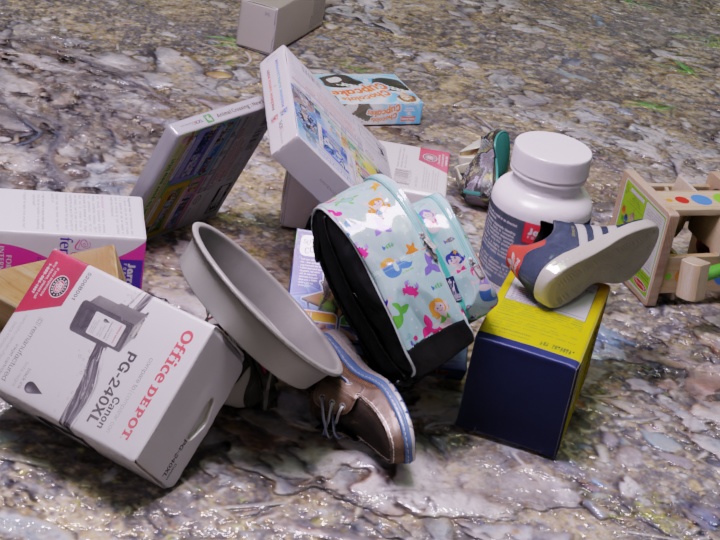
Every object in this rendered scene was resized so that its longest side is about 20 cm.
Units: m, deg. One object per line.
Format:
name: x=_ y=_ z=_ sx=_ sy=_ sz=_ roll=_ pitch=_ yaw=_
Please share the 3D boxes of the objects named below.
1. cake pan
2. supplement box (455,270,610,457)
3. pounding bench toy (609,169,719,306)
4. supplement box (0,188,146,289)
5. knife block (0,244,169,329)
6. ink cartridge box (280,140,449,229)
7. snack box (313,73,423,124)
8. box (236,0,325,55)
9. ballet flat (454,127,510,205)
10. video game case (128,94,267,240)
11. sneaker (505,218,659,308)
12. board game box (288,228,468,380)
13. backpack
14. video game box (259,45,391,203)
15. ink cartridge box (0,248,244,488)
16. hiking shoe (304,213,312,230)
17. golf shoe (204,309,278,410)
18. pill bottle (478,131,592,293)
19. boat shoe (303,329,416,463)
cake pan: x=-0.098 y=0.038 z=1.475 sx=0.200 sy=0.037 sz=0.200 roll=45 pitch=8 yaw=-7
supplement box: x=0.182 y=0.087 z=1.616 sx=0.108 sy=0.111 sz=0.200 roll=17 pitch=28 yaw=12
pounding bench toy: x=0.417 y=-0.024 z=1.888 sx=0.154 sy=0.125 sz=0.200 roll=-1 pitch=29 yaw=-20
supplement box: x=-0.333 y=-0.019 z=1.663 sx=0.198 sy=0.102 sz=0.104 roll=2 pitch=28 yaw=-14
knife block: x=-0.277 y=0.065 z=1.547 sx=0.198 sy=0.064 sz=0.177 roll=-12 pitch=48 yaw=-2
ink cartridge box: x=0.006 y=-0.103 z=1.954 sx=0.198 sy=0.086 sz=0.146 roll=12 pitch=27 yaw=0
snack box: x=-0.020 y=-0.252 z=2.282 sx=0.198 sy=0.037 sz=0.116 roll=-3 pitch=30 yaw=-24
box: x=-0.126 y=-0.419 z=2.522 sx=0.068 sy=0.083 sz=0.200 roll=19 pitch=27 yaw=17
ballet flat: x=0.163 y=-0.145 z=2.106 sx=0.071 sy=0.073 sz=0.201 roll=12 pitch=26 yaw=5
video game case: x=-0.193 y=-0.114 z=1.795 sx=0.022 sy=0.200 sz=0.181 roll=48 pitch=40 yaw=15
sneaker: x=0.235 y=-0.027 z=1.647 sx=0.199 sy=0.076 sz=0.084 roll=-16 pitch=42 yaw=-41
board game box: x=0.020 y=0.036 z=1.659 sx=0.197 sy=0.035 sz=0.137 roll=9 pitch=66 yaw=-4
backpack: x=0.037 y=0.003 z=1.547 sx=0.150 sy=0.178 sz=0.201 roll=-34 pitch=84 yaw=-12
video game box: x=-0.032 y=-0.135 z=1.771 sx=0.200 sy=0.047 sz=0.183 roll=43 pitch=21 yaw=-34
ink cartridge box: x=-0.229 y=0.089 z=1.432 sx=0.198 sy=0.084 sz=0.146 roll=23 pitch=73 yaw=25
hiking shoe: x=0.000 y=0.000 z=1.766 sx=0.086 sy=0.075 sz=0.201 roll=8 pitch=32 yaw=-28
golf shoe: x=-0.143 y=0.069 z=1.587 sx=0.087 sy=0.078 sz=0.200 roll=-5 pitch=30 yaw=-15
pill bottle: x=0.202 y=-0.049 z=1.784 sx=0.118 sy=0.202 sz=0.120 roll=7 pitch=27 yaw=-4
boat shoe: x=-0.013 y=0.133 z=1.521 sx=0.072 sy=0.073 sz=0.200 roll=-17 pitch=32 yaw=-21
